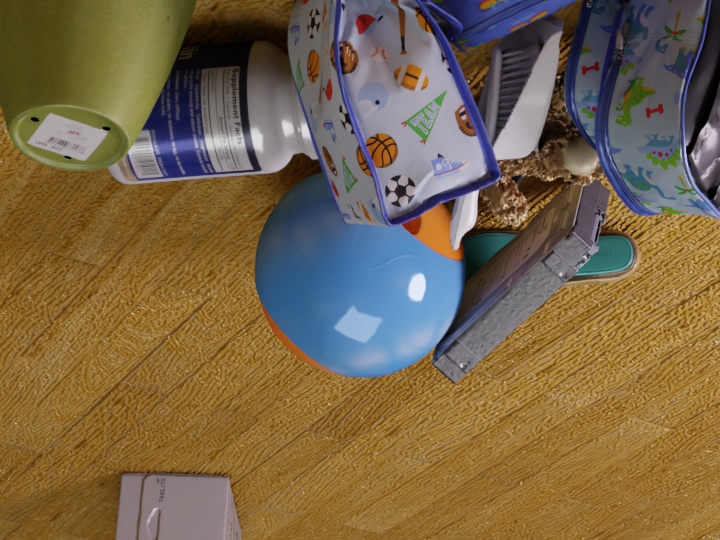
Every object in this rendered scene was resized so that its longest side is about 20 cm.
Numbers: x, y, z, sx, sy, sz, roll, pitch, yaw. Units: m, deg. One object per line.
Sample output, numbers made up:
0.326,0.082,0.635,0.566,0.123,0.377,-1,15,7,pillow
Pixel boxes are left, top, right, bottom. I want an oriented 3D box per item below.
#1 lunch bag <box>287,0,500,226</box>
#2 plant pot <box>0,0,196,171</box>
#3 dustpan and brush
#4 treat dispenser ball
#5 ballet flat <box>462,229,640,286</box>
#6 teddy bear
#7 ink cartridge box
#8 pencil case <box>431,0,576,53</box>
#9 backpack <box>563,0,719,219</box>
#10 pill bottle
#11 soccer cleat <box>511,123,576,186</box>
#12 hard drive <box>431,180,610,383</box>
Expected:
0.016,-0.147,1.568,0.123,0.201,0.170,-24,-174,-13,lunch bag
-0.215,-0.186,1.537,0.186,0.201,0.187,1,152,1,plant pot
0.111,-0.113,1.611,0.057,0.201,0.140,5,-168,-10,dustpan and brush
0.000,0.000,1.856,0.199,0.202,0.201,2,151,1,treat dispenser ball
0.182,-0.004,1.983,0.199,0.069,0.063,0,169,7,ballet flat
0.139,-0.118,1.710,0.067,0.146,0.200,-14,170,-47,teddy bear
-0.240,0.374,2.606,0.145,0.148,0.200,1,152,3,ink cartridge box
0.142,-0.235,1.538,0.199,0.087,0.078,-19,123,36,pencil case
0.252,-0.146,1.577,0.146,0.201,0.183,3,158,34,backpack
-0.119,-0.138,1.704,0.199,0.116,0.116,-3,151,10,pill bottle
0.206,-0.123,1.744,0.199,0.082,0.067,-18,146,31,soccer cleat
0.151,0.005,1.867,0.038,0.140,0.200,41,118,-10,hard drive
